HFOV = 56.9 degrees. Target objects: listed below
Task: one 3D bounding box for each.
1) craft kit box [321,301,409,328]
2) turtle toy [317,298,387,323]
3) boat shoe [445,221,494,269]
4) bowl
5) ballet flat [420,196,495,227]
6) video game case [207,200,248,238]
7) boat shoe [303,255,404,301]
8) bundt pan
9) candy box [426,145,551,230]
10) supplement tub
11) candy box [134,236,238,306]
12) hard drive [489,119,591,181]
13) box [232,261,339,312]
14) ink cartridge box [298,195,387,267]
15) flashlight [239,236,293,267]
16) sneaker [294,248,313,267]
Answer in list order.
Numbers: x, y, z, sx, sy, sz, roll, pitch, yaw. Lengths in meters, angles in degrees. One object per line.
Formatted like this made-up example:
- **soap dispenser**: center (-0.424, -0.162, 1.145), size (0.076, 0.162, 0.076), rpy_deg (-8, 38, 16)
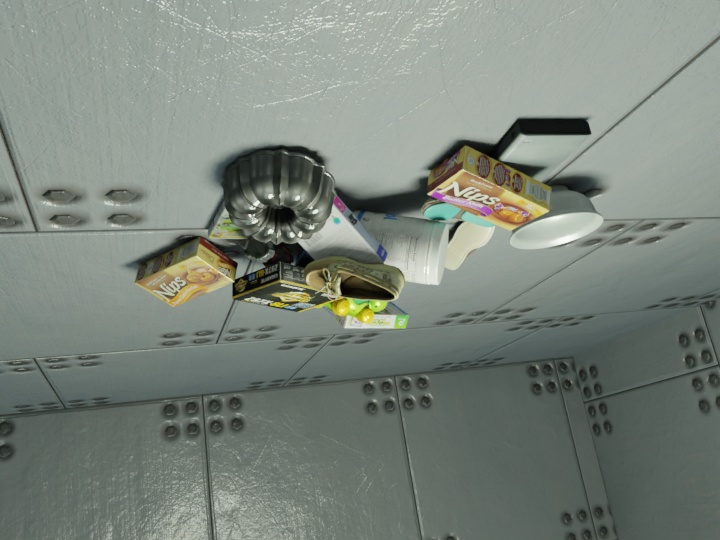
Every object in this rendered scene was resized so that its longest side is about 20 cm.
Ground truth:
- **craft kit box**: center (-0.004, 0.096, 1.791), size (0.197, 0.049, 0.200), rpy_deg (7, -163, -33)
- **turtle toy**: center (-0.020, 0.064, 1.597), size (0.199, 0.102, 0.145), rpy_deg (21, 174, -36)
- **boat shoe**: center (0.256, -0.077, 1.553), size (0.060, 0.072, 0.200), rpy_deg (-47, 174, -41)
- **bowl**: center (0.413, -0.123, 1.442), size (0.200, 0.091, 0.201), rpy_deg (-9, 162, -3)
- **ballet flat**: center (0.195, -0.133, 1.330), size (0.199, 0.076, 0.068), rpy_deg (5, 146, -30)
- **video game case**: center (-0.184, -0.106, 1.314), size (0.199, 0.023, 0.182), rpy_deg (-1, 160, -26)
- **boat shoe**: center (-0.019, 0.020, 1.257), size (0.199, 0.063, 0.074), rpy_deg (2, 124, 17)
- **bundt pan**: center (-0.140, -0.113, 1.145), size (0.201, 0.076, 0.202), rpy_deg (-2, 148, -1)
- **candy box**: center (0.238, -0.149, 1.231), size (0.199, 0.057, 0.117), rpy_deg (20, 156, -22)
- **supplement tub**: center (0.070, -0.047, 1.351), size (0.199, 0.133, 0.132), rpy_deg (8, 165, 13)
- **candy box**: center (-0.381, 0.006, 1.451), size (0.199, 0.056, 0.115), rpy_deg (-19, 138, 30)
- **hard drive**: center (0.308, -0.209, 1.222), size (0.139, 0.033, 0.200), rpy_deg (-4, 161, -16)
- **box**: center (-0.155, 0.040, 1.455), size (0.159, 0.050, 0.200), rpy_deg (-17, 158, 38)
- **ink cartridge box**: center (-0.035, -0.046, 1.280), size (0.119, 0.042, 0.200), rpy_deg (-31, 108, 33)
- **flashlight**: center (-0.191, -0.033, 1.400), size (0.068, 0.068, 0.200), rpy_deg (-29, 173, 0)
- **sneaker**: center (-0.111, -0.025, 1.523), size (0.074, 0.083, 0.200), rpy_deg (20, 143, -16)
